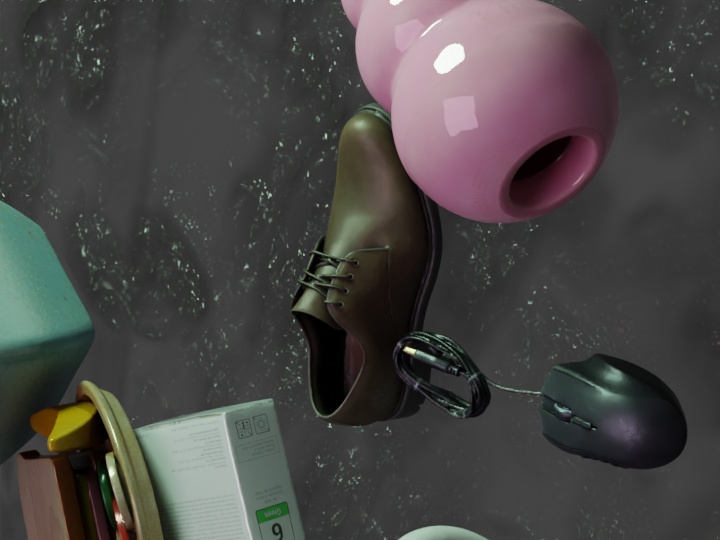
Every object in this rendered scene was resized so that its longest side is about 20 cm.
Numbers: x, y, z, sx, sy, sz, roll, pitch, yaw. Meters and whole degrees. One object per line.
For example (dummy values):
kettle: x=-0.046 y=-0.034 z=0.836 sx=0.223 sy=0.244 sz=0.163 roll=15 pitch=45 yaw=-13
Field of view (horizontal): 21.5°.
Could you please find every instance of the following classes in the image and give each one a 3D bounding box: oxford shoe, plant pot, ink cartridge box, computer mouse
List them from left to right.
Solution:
plant pot: x=-0.318 y=0.049 z=1.408 sx=0.196 sy=0.200 sz=0.197 roll=57 pitch=133 yaw=27
ink cartridge box: x=-0.087 y=0.196 z=1.312 sx=0.109 sy=0.050 sz=0.201 roll=-14 pitch=89 yaw=47
oxford shoe: x=0.000 y=0.000 z=1.152 sx=0.073 sy=0.084 sz=0.201 roll=10 pitch=104 yaw=47
computer mouse: x=0.095 y=0.072 z=1.084 sx=0.200 sy=0.034 sz=0.059 roll=11 pitch=108 yaw=37

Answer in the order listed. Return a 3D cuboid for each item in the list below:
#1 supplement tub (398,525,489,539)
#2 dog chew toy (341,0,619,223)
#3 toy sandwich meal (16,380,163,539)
supplement tub: x=0.013 y=0.251 z=1.158 sx=0.200 sy=0.132 sz=0.132 roll=-43 pitch=67 yaw=42
dog chew toy: x=0.055 y=-0.121 z=1.047 sx=0.200 sy=0.124 sz=0.125 roll=57 pitch=134 yaw=32
toy sandwich meal: x=-0.197 y=0.173 z=1.368 sx=0.205 sy=0.070 sz=0.206 roll=167 pitch=90 yaw=-72
